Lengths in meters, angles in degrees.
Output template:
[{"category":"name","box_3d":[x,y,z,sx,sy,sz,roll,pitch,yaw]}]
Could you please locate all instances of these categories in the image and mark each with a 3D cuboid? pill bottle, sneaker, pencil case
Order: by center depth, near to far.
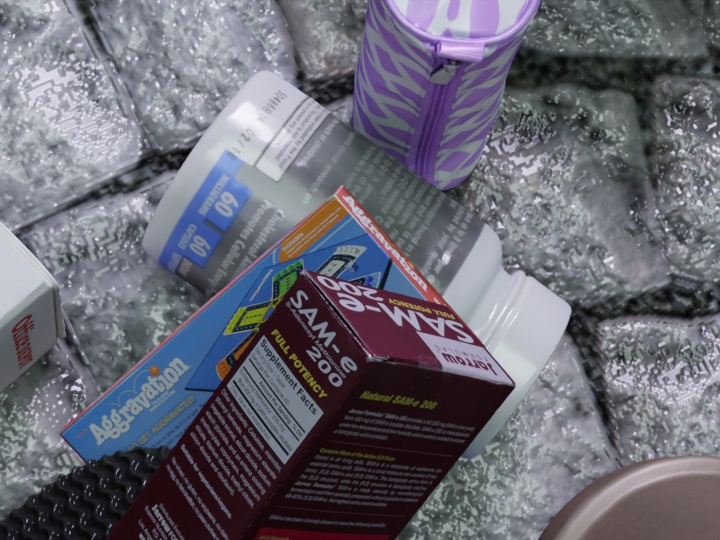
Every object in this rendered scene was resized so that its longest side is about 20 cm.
[{"category":"sneaker","box_3d":[-0.144,0.162,0.848,0.199,0.090,0.070,-31,51,-10]},{"category":"pencil case","box_3d":[0.040,-0.105,0.871,0.083,0.200,0.086,-4,73,-4]},{"category":"pill bottle","box_3d":[0.000,0.000,0.884,0.199,0.114,0.114,35,75,0]}]

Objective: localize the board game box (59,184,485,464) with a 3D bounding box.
[{"category":"board game box","box_3d":[-0.046,0.058,0.846,0.200,0.019,0.103,-39,97,24]}]

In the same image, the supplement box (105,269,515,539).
[{"category":"supplement box","box_3d":[-0.034,0.101,0.771,0.200,0.109,0.061,-53,54,17]}]

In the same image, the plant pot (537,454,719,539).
[{"category":"plant pot","box_3d":[0.187,0.183,0.847,0.199,0.175,0.202,2,78,-10]}]

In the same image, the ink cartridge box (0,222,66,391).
[{"category":"ink cartridge box","box_3d":[-0.242,0.055,0.817,0.200,0.147,0.083,-42,86,-15]}]
